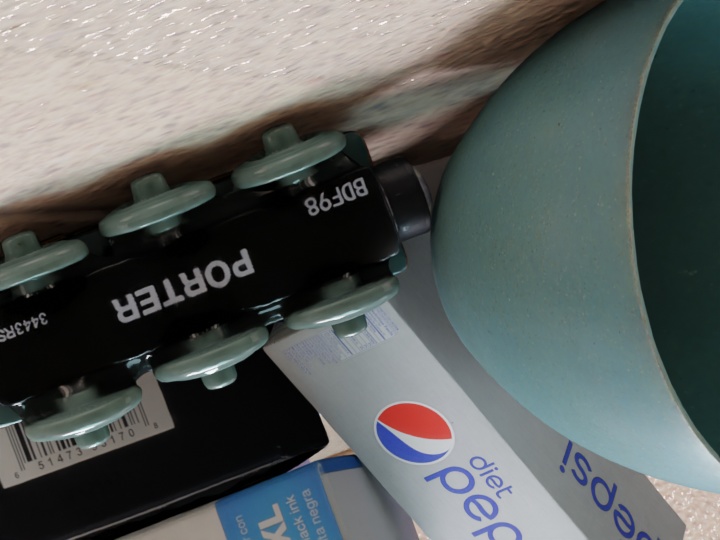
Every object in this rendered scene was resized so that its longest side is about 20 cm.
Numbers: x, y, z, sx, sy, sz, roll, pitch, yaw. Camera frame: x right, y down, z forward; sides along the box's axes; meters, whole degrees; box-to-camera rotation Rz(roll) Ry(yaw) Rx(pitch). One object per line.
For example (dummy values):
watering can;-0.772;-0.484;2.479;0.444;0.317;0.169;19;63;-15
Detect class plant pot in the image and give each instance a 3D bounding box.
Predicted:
plant pot;0.107;-0.013;1.125;0.135;0.200;0.200;-5;-174;42

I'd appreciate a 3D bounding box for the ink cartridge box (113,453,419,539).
ink cartridge box;-0.079;0.148;1.228;0.200;0.084;0.146;-21;175;10

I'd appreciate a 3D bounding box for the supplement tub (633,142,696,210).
supplement tub;0.086;0.006;1.285;0.107;0.107;0.200;-16;143;-37

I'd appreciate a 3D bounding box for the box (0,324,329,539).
box;-0.145;0.071;1.281;0.196;0.118;0.200;-19;173;-20

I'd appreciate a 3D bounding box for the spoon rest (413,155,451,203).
spoon rest;0.060;-0.038;1.364;0.200;0.061;0.099;-6;170;-11

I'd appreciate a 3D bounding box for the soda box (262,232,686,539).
soda box;0.050;0.069;1.232;0.063;0.200;0.068;-26;-155;32

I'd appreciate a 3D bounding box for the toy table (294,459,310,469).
toy table;-0.113;0.087;1.539;0.184;0.117;0.200;-14;170;-45

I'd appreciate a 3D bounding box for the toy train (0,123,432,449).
toy train;-0.072;0.003;1.136;0.200;0.085;0.114;-23;-172;-9
